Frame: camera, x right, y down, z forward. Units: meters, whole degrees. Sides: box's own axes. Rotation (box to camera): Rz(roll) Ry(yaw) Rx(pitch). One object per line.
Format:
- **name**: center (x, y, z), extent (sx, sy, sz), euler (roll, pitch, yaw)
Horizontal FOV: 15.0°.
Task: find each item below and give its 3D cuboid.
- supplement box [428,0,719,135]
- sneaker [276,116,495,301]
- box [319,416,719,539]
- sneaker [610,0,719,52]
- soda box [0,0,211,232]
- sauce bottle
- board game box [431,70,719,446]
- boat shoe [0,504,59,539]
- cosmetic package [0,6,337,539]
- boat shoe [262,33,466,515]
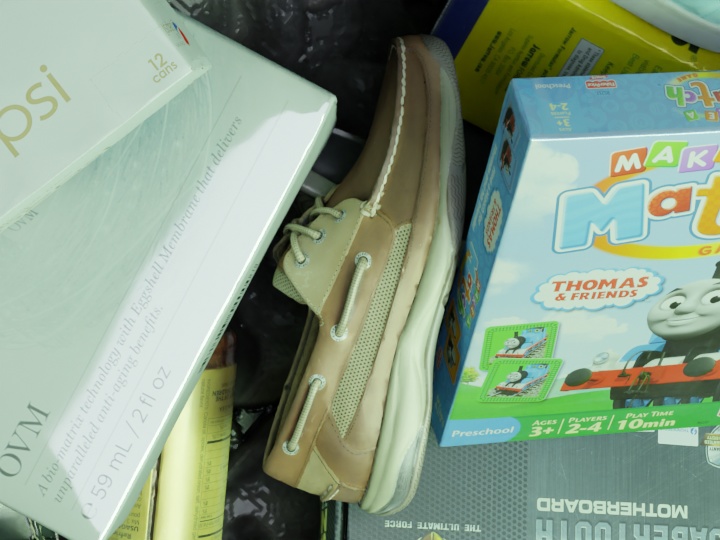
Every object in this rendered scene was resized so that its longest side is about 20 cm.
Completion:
- **supplement box**: center (0.139, -0.098, 1.165), extent (0.200, 0.110, 0.109), euler (27, 59, -2)
- **sneaker**: center (0.024, -0.054, 1.212), extent (0.200, 0.075, 0.106), euler (24, 73, -15)
- **box**: center (0.081, 0.121, 1.199), extent (0.200, 0.051, 0.158), euler (5, 79, -11)
- **sneaker**: center (0.091, -0.157, 1.069), extent (0.200, 0.082, 0.074), euler (19, 58, -5)
- **soda box**: center (-0.153, -0.039, 0.986), extent (0.200, 0.064, 0.068), euler (-37, 92, 6)
- **sauce bottle**: center (-0.093, 0.118, 1.195), extent (0.066, 0.066, 0.200), euler (4, 100, -21)
- **board game box**: center (0.116, -0.003, 1.106), extent (0.151, 0.037, 0.200), euler (-4, 142, -13)
- **boat shoe**: center (-0.157, 0.152, 1.175), extent (0.074, 0.066, 0.200), euler (-8, 102, -17)
- **cosmetic package**: center (-0.141, -0.025, 1.088), extent (0.200, 0.123, 0.200), euler (27, 90, 0)
- **boat shoe**: center (0.000, 0.000, 1.125), extent (0.072, 0.076, 0.200), euler (8, 92, -5)
